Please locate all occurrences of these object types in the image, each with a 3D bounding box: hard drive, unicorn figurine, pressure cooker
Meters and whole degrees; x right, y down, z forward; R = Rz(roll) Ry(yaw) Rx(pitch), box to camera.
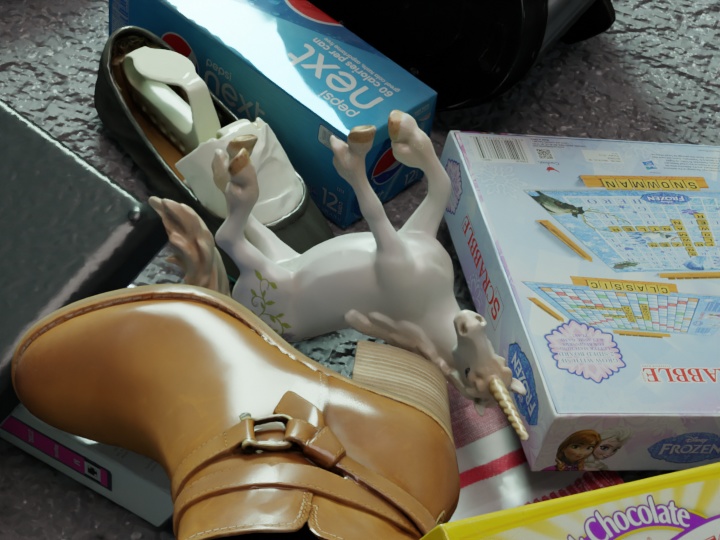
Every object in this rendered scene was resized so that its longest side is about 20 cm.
[{"bbox_3d":[-0.203,0.014,0.778,0.139,0.033,0.200,34,71,20],"label":"hard drive"},{"bbox_3d":[0.000,0.000,0.810,0.198,0.139,0.074,-2,16,38],"label":"unicorn figurine"},{"bbox_3d":[0.068,-0.212,0.996,0.177,0.177,0.200,25,46,20],"label":"pressure cooker"}]

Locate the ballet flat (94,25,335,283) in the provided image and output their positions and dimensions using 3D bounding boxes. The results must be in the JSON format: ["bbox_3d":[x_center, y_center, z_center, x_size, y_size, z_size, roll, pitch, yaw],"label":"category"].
[{"bbox_3d":[-0.081,-0.060,0.897,0.068,0.069,0.200,-31,57,-26],"label":"ballet flat"}]

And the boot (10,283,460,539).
[{"bbox_3d":[-0.059,0.080,0.682,0.198,0.077,0.156,13,27,1],"label":"boot"}]

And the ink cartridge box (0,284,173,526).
[{"bbox_3d":[-0.112,0.054,0.803,0.199,0.037,0.095,25,47,18],"label":"ink cartridge box"}]

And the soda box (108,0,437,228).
[{"bbox_3d":[-0.053,-0.113,0.958,0.200,0.065,0.068,38,52,25],"label":"soda box"}]

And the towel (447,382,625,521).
[{"bbox_3d":[0.067,0.128,0.769,0.143,0.023,0.200,-21,52,-25],"label":"towel"}]

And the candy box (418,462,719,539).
[{"bbox_3d":[0.122,0.128,0.647,0.198,0.026,0.103,-8,65,-31],"label":"candy box"}]

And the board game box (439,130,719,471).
[{"bbox_3d":[0.154,0.012,0.864,0.198,0.041,0.201,2,43,-17],"label":"board game box"}]
